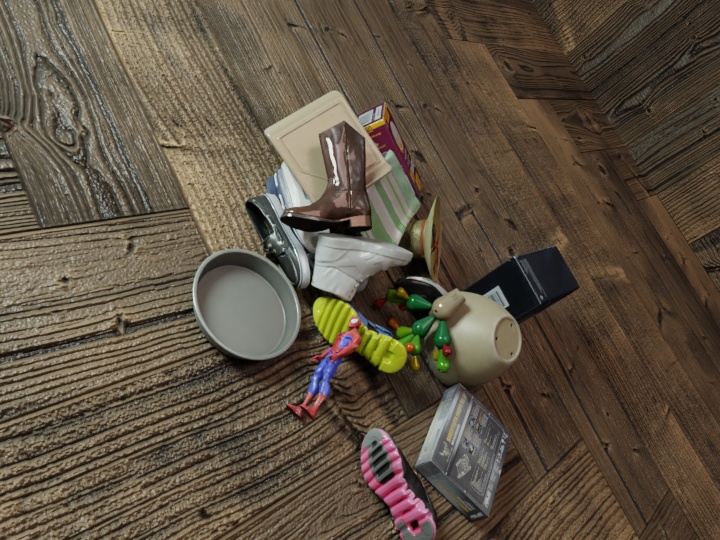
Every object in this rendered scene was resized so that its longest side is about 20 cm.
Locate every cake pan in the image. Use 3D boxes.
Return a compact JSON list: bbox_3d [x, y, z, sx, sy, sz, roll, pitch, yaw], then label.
[{"bbox_3d":[-0.193,0.060,1.002,0.198,0.037,0.203,23,50,-29],"label":"cake pan"}]

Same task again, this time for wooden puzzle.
[{"bbox_3d":[-0.061,-0.226,1.150,0.184,0.037,0.201,-36,89,-25],"label":"wooden puzzle"}]

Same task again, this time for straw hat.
[{"bbox_3d":[0.129,-0.068,1.330,0.084,0.203,0.203,4,45,14],"label":"straw hat"}]

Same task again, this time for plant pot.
[{"bbox_3d":[0.246,0.139,1.215,0.198,0.134,0.204,6,80,-38],"label":"plant pot"}]

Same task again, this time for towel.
[{"bbox_3d":[0.053,-0.119,1.207,0.153,0.023,0.201,57,49,-35],"label":"towel"}]

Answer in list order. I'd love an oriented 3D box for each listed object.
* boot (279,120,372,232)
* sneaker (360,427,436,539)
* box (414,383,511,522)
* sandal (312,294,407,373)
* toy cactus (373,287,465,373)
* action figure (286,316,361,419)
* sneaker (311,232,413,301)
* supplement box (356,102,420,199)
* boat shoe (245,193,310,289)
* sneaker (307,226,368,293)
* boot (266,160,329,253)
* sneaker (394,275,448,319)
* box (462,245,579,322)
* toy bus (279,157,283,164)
[{"bbox_3d":[-0.065,-0.174,1.077,0.184,0.064,0.204,2,77,-33],"label":"boot"},{"bbox_3d":[0.070,0.360,1.019,0.202,0.078,0.095,63,21,11],"label":"sneaker"},{"bbox_3d":[0.202,0.344,1.149,0.158,0.048,0.201,44,42,-9],"label":"box"},{"bbox_3d":[-0.005,0.116,1.117,0.199,0.080,0.087,38,6,-5],"label":"sandal"},{"bbox_3d":[0.127,0.093,1.155,0.201,0.164,0.102,52,3,35],"label":"toy cactus"},{"bbox_3d":[-0.051,0.155,1.014,0.052,0.065,0.201,48,54,-17],"label":"action figure"},{"bbox_3d":[0.000,0.000,1.110,0.197,0.074,0.118,6,102,-28],"label":"sneaker"},{"bbox_3d":[0.058,-0.251,1.334,0.202,0.085,0.111,60,20,-28],"label":"supplement box"},{"bbox_3d":[-0.154,-0.051,1.098,0.056,0.069,0.202,-12,65,-36],"label":"boat shoe"},{"bbox_3d":[-0.049,-0.057,1.180,0.113,0.075,0.203,11,58,-39],"label":"sneaker"},{"bbox_3d":[-0.123,-0.110,1.144,0.072,0.090,0.203,4,61,-42],"label":"boot"},{"bbox_3d":[0.154,0.085,1.269,0.198,0.075,0.089,29,52,-24],"label":"sneaker"},{"bbox_3d":[0.359,0.052,1.375,0.197,0.200,0.125,-14,71,-45],"label":"box"},{"bbox_3d":[-0.058,-0.209,1.209,0.198,0.065,0.079,27,51,-14],"label":"toy bus"}]
